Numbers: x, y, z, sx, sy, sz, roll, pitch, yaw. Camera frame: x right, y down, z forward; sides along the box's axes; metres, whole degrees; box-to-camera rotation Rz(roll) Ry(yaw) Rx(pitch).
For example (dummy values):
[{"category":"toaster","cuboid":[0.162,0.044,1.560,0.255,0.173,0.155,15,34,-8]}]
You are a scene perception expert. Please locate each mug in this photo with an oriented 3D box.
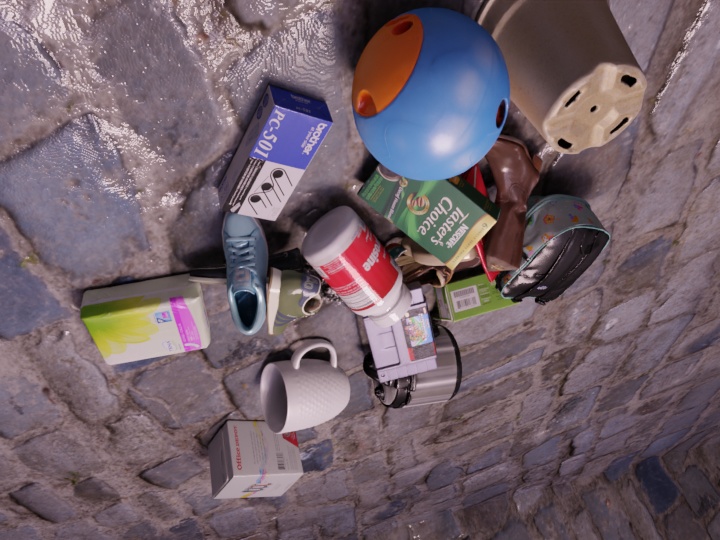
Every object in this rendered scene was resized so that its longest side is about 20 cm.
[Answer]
[{"category":"mug","cuboid":[-0.111,0.246,1.373,0.172,0.147,0.205,-2,113,-34]}]

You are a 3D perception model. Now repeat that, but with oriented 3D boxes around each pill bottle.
[{"category":"pill bottle","cuboid":[0.000,0.000,1.049,0.111,0.113,0.201,-31,120,19]}]

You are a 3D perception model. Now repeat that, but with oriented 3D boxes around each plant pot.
[{"category":"plant pot","cuboid":[0.264,-0.263,0.806,0.195,0.187,0.203,-11,144,-8]}]

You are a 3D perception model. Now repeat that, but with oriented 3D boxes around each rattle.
[{"category":"rattle","cuboid":[0.109,-0.079,1.093,0.195,0.131,0.145,3,133,27]}]

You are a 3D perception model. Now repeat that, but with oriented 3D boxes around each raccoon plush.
[{"category":"raccoon plush","cuboid":[-0.072,0.042,1.153,0.132,0.099,0.199,-27,145,27]}]

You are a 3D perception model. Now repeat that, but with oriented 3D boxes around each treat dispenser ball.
[{"category":"treat dispenser ball","cuboid":[0.086,-0.216,0.775,0.196,0.204,0.203,-11,145,-8]}]

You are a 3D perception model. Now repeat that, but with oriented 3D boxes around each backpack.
[{"category":"backpack","cuboid":[0.345,-0.050,1.149,0.172,0.156,0.200,7,143,-30]}]

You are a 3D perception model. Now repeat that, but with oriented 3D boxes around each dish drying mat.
[{"category":"dish drying mat","cuboid":[0.205,-0.079,1.041,0.018,0.077,0.202,3,135,39]}]

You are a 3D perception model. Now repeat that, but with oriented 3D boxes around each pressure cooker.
[{"category":"pressure cooker","cuboid":[0.106,0.213,1.374,0.195,0.182,0.177,-3,146,-20]}]

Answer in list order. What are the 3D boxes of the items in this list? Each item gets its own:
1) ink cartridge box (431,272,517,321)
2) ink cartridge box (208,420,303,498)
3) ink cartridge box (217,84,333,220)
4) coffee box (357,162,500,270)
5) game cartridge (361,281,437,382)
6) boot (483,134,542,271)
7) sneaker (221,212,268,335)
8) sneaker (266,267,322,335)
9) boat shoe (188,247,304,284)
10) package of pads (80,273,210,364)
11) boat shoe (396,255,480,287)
[{"category":"ink cartridge box","cuboid":[0.225,0.052,1.312,0.144,0.078,0.200,-14,179,-8]},{"category":"ink cartridge box","cuboid":[-0.272,0.483,1.597,0.196,0.148,0.145,12,136,-33]},{"category":"ink cartridge box","cuboid":[-0.126,-0.160,0.893,0.092,0.045,0.201,8,137,-34]},{"category":"coffee box","cuboid":[0.106,-0.106,0.971,0.199,0.044,0.123,38,127,-4]},{"category":"game cartridge","cuboid":[0.077,0.123,1.208,0.126,0.039,0.204,-12,122,6]},{"category":"boot","cuboid":[0.220,-0.103,1.003,0.184,0.064,0.205,16,90,-40]},{"category":"sneaker","cuboid":[-0.176,0.001,0.970,0.072,0.082,0.206,-9,100,-6]},{"category":"sneaker","cuboid":[-0.107,0.059,1.025,0.087,0.069,0.201,5,153,-6]},{"category":"boat shoe","cuboid":[-0.190,-0.011,1.045,0.194,0.068,0.075,-1,178,3]},{"category":"package of pads","cuboid":[-0.370,0.088,1.098,0.195,0.069,0.156,-9,142,-11]},{"category":"boat shoe","cuboid":[0.149,0.003,1.204,0.195,0.073,0.073,-10,144,-11]}]
